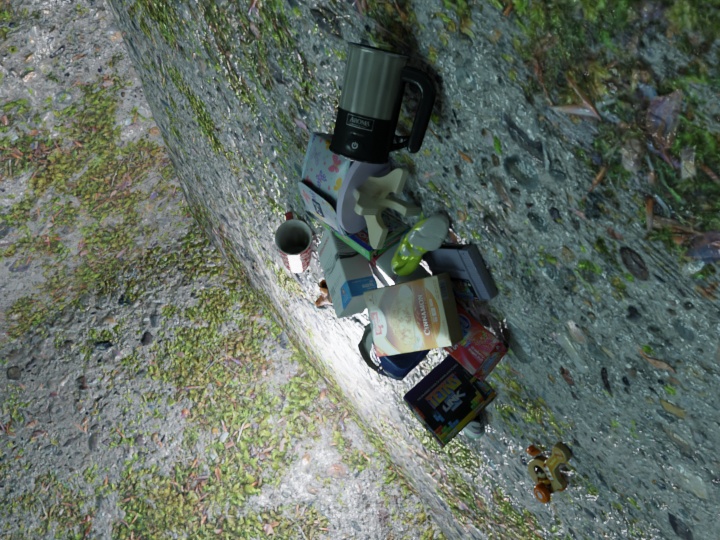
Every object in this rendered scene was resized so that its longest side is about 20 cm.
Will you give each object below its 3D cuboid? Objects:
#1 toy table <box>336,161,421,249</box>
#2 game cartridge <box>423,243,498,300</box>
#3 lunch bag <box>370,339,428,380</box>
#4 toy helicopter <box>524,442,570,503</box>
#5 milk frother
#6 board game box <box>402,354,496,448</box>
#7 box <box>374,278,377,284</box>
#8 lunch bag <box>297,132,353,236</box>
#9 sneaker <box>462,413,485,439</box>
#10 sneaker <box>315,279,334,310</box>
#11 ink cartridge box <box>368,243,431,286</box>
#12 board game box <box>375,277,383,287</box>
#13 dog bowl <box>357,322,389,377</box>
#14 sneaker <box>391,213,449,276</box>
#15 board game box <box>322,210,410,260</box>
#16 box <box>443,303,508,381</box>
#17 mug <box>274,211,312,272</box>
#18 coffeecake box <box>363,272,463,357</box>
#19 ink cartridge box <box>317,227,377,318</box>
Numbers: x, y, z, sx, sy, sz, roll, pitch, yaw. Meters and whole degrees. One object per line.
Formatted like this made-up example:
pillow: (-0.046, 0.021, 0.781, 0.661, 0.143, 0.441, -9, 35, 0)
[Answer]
toy table: (0.035, -0.154, 1.327, 0.117, 0.181, 0.204, 41, 134, 39)
game cartridge: (0.216, 0.002, 1.347, 0.199, 0.038, 0.132, 8, 126, 65)
lunch bag: (0.117, 0.208, 1.669, 0.136, 0.200, 0.133, 42, 161, 16)
toy helicopter: (0.470, 0.480, 1.502, 0.133, 0.078, 0.202, 53, 152, 31)
milk frother: (0.041, -0.309, 1.119, 0.201, 0.176, 0.192, -101, 23, -67)
board game box: (0.236, 0.340, 1.600, 0.166, 0.199, 0.057, 46, 162, 18)
box: (0.000, 0.000, 1.671, 0.122, 0.032, 0.202, 83, 163, -53)
lunch bag: (-0.060, -0.201, 1.427, 0.169, 0.125, 0.204, 40, 125, 37)
sneaker: (0.288, 0.394, 1.770, 0.198, 0.078, 0.141, 31, 150, 30)
sneaker: (-0.128, 0.086, 2.264, 0.198, 0.077, 0.114, -8, 113, 57)
ink cartridge box: (0.108, 0.019, 1.508, 0.201, 0.085, 0.148, 51, 171, 25)
board game box: (0.013, -0.029, 1.777, 0.202, 0.034, 0.134, 56, 161, -3)
dog bowl: (0.088, 0.234, 1.874, 0.196, 0.059, 0.204, 14, 123, 23)
sneaker: (0.131, -0.080, 1.352, 0.075, 0.106, 0.200, 27, 133, -16)
board game box: (0.013, -0.110, 1.488, 0.199, 0.133, 0.030, 37, 147, 40)
box: (0.234, 0.151, 1.405, 0.200, 0.100, 0.095, 42, -178, 33)
mug: (-0.228, -0.098, 2.159, 0.130, 0.181, 0.201, 13, 158, 3)
coffeecake box: (0.118, 0.102, 1.365, 0.197, 0.073, 0.157, -14, 88, 33)
ink cartridge box: (-0.038, 0.001, 1.574, 0.146, 0.082, 0.204, 123, 132, -60)
